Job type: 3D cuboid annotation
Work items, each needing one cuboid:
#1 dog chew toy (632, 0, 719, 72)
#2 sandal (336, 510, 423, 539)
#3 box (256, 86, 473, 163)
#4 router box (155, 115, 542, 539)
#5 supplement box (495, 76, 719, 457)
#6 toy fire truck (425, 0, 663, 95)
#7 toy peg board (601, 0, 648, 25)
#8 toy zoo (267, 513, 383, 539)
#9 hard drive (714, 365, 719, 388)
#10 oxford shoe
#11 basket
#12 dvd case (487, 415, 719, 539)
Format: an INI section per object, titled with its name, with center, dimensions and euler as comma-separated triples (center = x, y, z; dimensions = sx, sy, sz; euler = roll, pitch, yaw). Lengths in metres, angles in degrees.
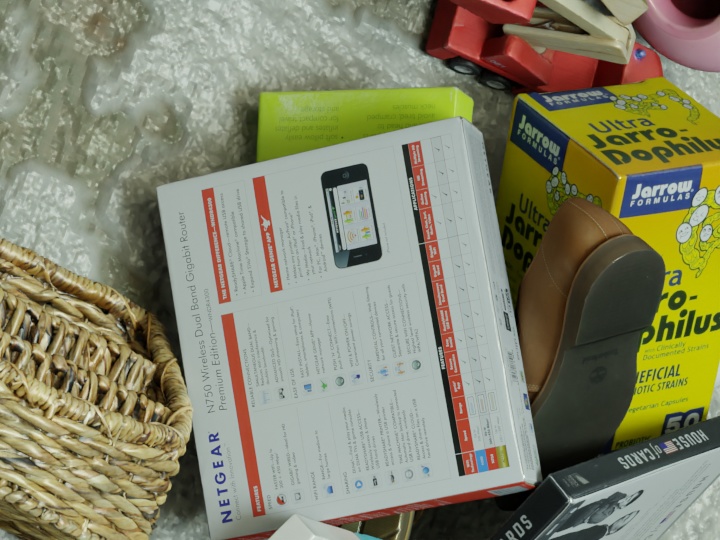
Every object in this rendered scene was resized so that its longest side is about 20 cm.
[dog chew toy]
center = 0.241, -0.196, 1.572
dimensions = 0.200, 0.124, 0.125
euler = -30, 105, -55
[sandal]
center = 0.015, 0.109, 1.471
dimensions = 0.054, 0.080, 0.201
euler = 33, 67, -48
[box]
center = 0.000, 0.000, 1.427
dimensions = 0.048, 0.121, 0.202
euler = 24, 67, -72
[router box]
center = -0.007, 0.034, 1.374
dimensions = 0.049, 0.178, 0.201
euler = 23, 57, -73
[supplement box]
center = 0.145, 0.003, 1.475
dimensions = 0.108, 0.109, 0.201
euler = -10, 123, -30
[toy fire truck]
center = 0.113, -0.139, 1.489
dimensions = 0.199, 0.141, 0.049
euler = 22, 77, -28
[toy peg board]
center = 0.116, -0.273, 1.453
dimensions = 0.098, 0.200, 0.199
euler = -38, 111, 14
[toy zoo]
center = -0.034, 0.197, 1.377
dimensions = 0.131, 0.020, 0.200
euler = -51, 146, 10
[hard drive]
center = 0.271, -0.022, 1.645
dimensions = 0.199, 0.027, 0.133
euler = -26, 102, -29
[oxford shoe]
center = 0.109, 0.047, 1.397
dimensions = 0.071, 0.071, 0.201
euler = -8, 132, -33
[basket]
center = -0.181, 0.049, 1.309
dimensions = 0.199, 0.142, 0.150
euler = 29, 75, -26
[dvd case]
center = 0.128, 0.149, 1.445
dimensions = 0.199, 0.150, 0.025
euler = -12, 58, -51
